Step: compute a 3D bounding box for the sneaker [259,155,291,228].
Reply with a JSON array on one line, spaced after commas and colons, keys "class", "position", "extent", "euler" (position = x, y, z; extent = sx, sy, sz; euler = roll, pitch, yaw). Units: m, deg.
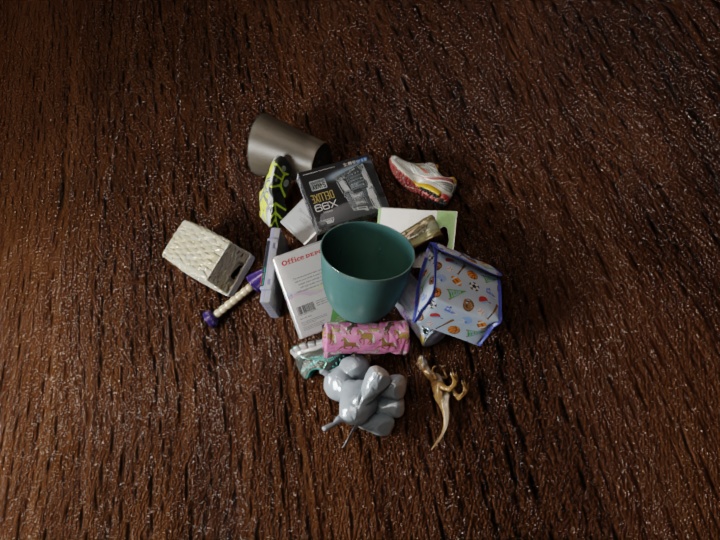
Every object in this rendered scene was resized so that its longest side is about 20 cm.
[{"class": "sneaker", "position": [-0.242, -0.216, 1.488], "extent": [0.076, 0.075, 0.201], "euler": [28, 116, 31]}]

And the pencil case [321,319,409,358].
[{"class": "pencil case", "position": [0.014, 0.152, 1.219], "extent": [0.198, 0.083, 0.087], "euler": [-2, 22, -6]}]

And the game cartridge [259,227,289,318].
[{"class": "game cartridge", "position": [-0.219, 0.006, 1.398], "extent": [0.038, 0.130, 0.201], "euler": [1, 67, 9]}]

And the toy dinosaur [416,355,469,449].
[{"class": "toy dinosaur", "position": [0.182, 0.275, 1.195], "extent": [0.106, 0.060, 0.201], "euler": [-36, 52, 30]}]

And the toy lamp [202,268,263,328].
[{"class": "toy lamp", "position": [-0.326, 0.069, 1.451], "extent": [0.200, 0.058, 0.058], "euler": [-37, 61, 1]}]

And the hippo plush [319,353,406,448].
[{"class": "hippo plush", "position": [-0.005, 0.280, 1.223], "extent": [0.200, 0.160, 0.161], "euler": [-44, 34, -10]}]

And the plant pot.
[{"class": "plant pot", "position": [0.006, 0.016, 1.192], "extent": [0.199, 0.162, 0.201], "euler": [5, 40, -4]}]

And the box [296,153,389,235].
[{"class": "box", "position": [-0.046, -0.196, 1.404], "extent": [0.199, 0.050, 0.159], "euler": [-18, 80, -15]}]

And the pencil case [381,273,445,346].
[{"class": "pencil case", "position": [0.124, 0.081, 1.269], "extent": [0.200, 0.090, 0.083], "euler": [54, 128, 31]}]

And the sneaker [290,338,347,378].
[{"class": "sneaker", "position": [-0.066, 0.202, 1.305], "extent": [0.199, 0.078, 0.092], "euler": [-18, 79, 15]}]

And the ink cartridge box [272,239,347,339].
[{"class": "ink cartridge box", "position": [-0.110, 0.045, 1.307], "extent": [0.144, 0.084, 0.201], "euler": [-20, 87, -11]}]

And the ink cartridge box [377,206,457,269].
[{"class": "ink cartridge box", "position": [0.135, -0.076, 1.335], "extent": [0.199, 0.048, 0.147], "euler": [5, 88, 20]}]

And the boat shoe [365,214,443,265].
[{"class": "boat shoe", "position": [0.096, -0.062, 1.291], "extent": [0.199, 0.073, 0.063], "euler": [-24, 71, 13]}]

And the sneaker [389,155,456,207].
[{"class": "sneaker", "position": [0.159, -0.242, 1.411], "extent": [0.199, 0.078, 0.082], "euler": [34, 78, 19]}]

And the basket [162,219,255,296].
[{"class": "basket", "position": [-0.415, -0.038, 1.489], "extent": [0.199, 0.123, 0.136], "euler": [24, 78, 26]}]

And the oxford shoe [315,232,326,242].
[{"class": "oxford shoe", "position": [-0.093, -0.011, 1.393], "extent": [0.071, 0.073, 0.201], "euler": [-13, 64, 14]}]

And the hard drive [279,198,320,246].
[{"class": "hard drive", "position": [-0.111, -0.167, 1.483], "extent": [0.200, 0.027, 0.132], "euler": [-46, 51, -4]}]

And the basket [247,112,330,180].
[{"class": "basket", "position": [-0.194, -0.327, 1.528], "extent": [0.199, 0.181, 0.136], "euler": [19, 33, 18]}]

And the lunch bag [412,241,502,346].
[{"class": "lunch bag", "position": [0.215, 0.035, 1.197], "extent": [0.169, 0.124, 0.201], "euler": [22, 45, -8]}]
